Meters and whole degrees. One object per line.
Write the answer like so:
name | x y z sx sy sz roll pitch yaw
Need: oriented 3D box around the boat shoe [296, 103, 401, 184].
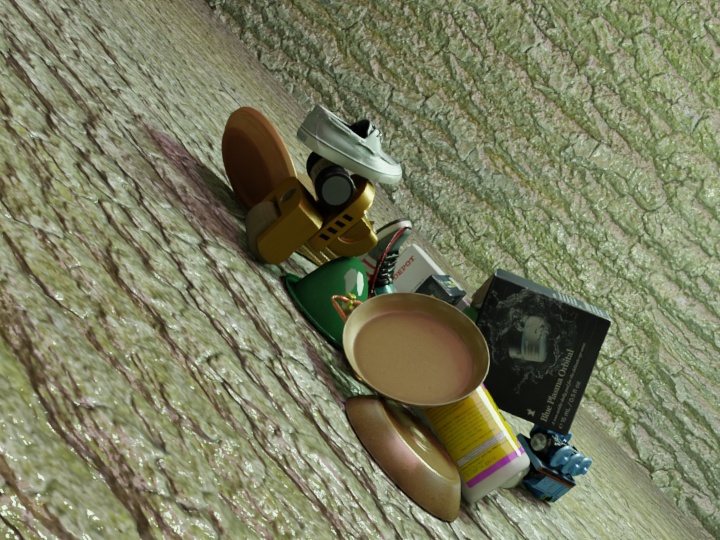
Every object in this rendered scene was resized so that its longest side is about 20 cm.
boat shoe | -0.002 -0.184 1.389 0.198 0.072 0.070 19 21 -42

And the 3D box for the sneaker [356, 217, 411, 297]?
sneaker | 0.039 0.013 1.592 0.083 0.200 0.122 -11 63 -41

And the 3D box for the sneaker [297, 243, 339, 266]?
sneaker | -0.100 -0.077 1.662 0.090 0.075 0.200 51 1 35

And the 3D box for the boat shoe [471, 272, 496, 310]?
boat shoe | 0.237 0.051 1.695 0.065 0.072 0.200 41 1 4

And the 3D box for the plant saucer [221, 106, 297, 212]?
plant saucer | -0.167 -0.159 1.528 0.199 0.037 0.203 39 -37 38

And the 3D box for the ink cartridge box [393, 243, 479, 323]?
ink cartridge box | 0.117 0.077 1.716 0.200 0.145 0.084 48 9 19

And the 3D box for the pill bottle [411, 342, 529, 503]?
pill bottle | 0.136 0.202 1.293 0.202 0.103 0.104 59 13 15

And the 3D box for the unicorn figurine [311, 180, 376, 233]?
unicorn figurine | -0.037 -0.107 1.576 0.138 0.072 0.203 96 -22 -56

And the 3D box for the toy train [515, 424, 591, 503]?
toy train | 0.315 0.324 1.615 0.199 0.114 0.087 33 17 -54

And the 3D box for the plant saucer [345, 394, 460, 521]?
plant saucer | 0.063 0.222 1.194 0.200 0.035 0.200 44 9 -9

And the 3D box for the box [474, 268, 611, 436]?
box | 0.273 0.128 1.536 0.196 0.201 0.117 21 9 8

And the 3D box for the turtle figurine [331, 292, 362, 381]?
turtle figurine | 0.025 0.118 1.359 0.202 0.064 0.161 59 28 3

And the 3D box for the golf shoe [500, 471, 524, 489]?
golf shoe | 0.152 0.246 1.395 0.199 0.073 0.091 40 11 36

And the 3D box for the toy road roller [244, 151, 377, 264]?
toy road roller | -0.062 -0.069 1.425 0.146 0.199 0.123 49 7 -26

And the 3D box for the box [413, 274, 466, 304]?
box | 0.094 0.079 1.567 0.051 0.158 0.200 44 10 11

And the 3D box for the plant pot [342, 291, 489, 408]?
plant pot | 0.071 0.107 1.256 0.195 0.028 0.202 6 42 -5

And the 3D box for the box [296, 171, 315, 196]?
box | -0.127 -0.154 1.844 0.160 0.022 0.201 16 20 -20

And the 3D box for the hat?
hat | 0.000 0.000 1.426 0.165 0.176 0.201 38 11 -32
